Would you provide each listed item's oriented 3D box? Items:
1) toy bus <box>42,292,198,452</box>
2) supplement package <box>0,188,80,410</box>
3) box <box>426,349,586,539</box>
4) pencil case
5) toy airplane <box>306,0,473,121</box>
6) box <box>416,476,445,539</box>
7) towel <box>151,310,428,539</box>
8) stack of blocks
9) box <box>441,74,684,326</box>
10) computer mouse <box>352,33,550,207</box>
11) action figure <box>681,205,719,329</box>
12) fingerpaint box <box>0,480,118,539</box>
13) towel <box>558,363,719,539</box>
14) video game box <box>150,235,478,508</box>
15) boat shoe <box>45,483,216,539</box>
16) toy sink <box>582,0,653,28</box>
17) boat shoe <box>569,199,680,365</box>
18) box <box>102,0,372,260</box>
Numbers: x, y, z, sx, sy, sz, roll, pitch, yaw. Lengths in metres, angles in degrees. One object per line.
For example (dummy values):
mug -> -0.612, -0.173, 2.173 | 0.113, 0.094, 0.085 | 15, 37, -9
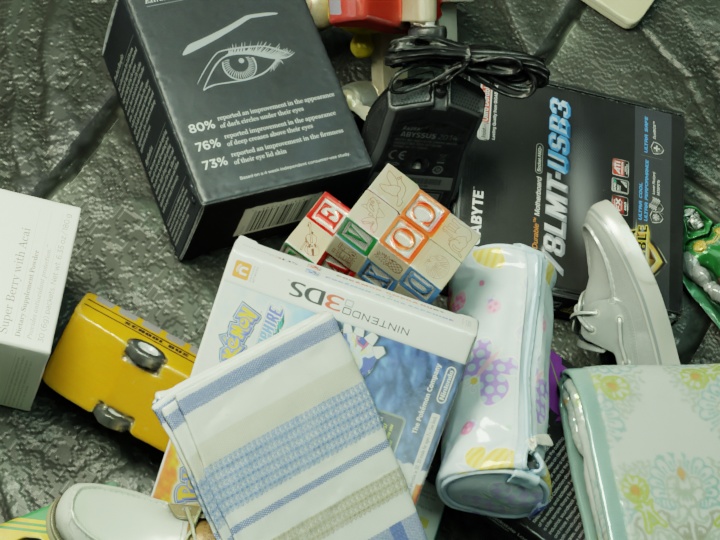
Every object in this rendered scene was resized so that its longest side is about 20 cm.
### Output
toy bus -> -0.132, 0.096, 1.505 | 0.199, 0.078, 0.065 | 28, 104, -3
supplement package -> -0.316, 0.007, 1.471 | 0.199, 0.120, 0.122 | 13, 63, -11
box -> 0.157, 0.150, 1.531 | 0.200, 0.036, 0.143 | 36, 58, 8
pencil case -> 0.101, 0.079, 1.486 | 0.083, 0.091, 0.201 | 12, 56, -13
toy airplane -> 0.013, -0.222, 1.664 | 0.141, 0.199, 0.201 | -1, 53, 12
box -> 0.010, 0.197, 1.522 | 0.082, 0.049, 0.201 | 24, 61, -6
towel -> -0.043, 0.143, 1.382 | 0.147, 0.024, 0.201 | -28, 103, -24
stack of blocks -> 0.000, 0.000, 1.526 | 0.115, 0.200, 0.059 | 37, 61, 1
box -> 0.169, -0.058, 1.694 | 0.198, 0.050, 0.201 | 13, 63, -13
computer mouse -> 0.052, -0.114, 1.609 | 0.138, 0.200, 0.053 | 7, 44, -23
action figure -> 0.328, 0.024, 1.704 | 0.118, 0.055, 0.200 | -34, 75, -25
fingerpaint box -> -0.208, 0.270, 1.407 | 0.166, 0.073, 0.201 | -19, 72, -24
towel -> 0.242, 0.160, 1.498 | 0.170, 0.048, 0.201 | 1, 60, -17
video game box -> -0.033, 0.100, 1.436 | 0.182, 0.047, 0.201 | 19, 103, 2
boat shoe -> -0.116, 0.190, 1.404 | 0.200, 0.068, 0.075 | 25, 49, -24
toy sink -> 0.204, -0.333, 1.796 | 0.200, 0.112, 0.131 | 35, 61, 1
boat shoe -> 0.203, 0.046, 1.613 | 0.068, 0.072, 0.201 | -20, 109, -7
box -> -0.100, -0.129, 1.611 | 0.147, 0.104, 0.201 | -13, 70, -22
